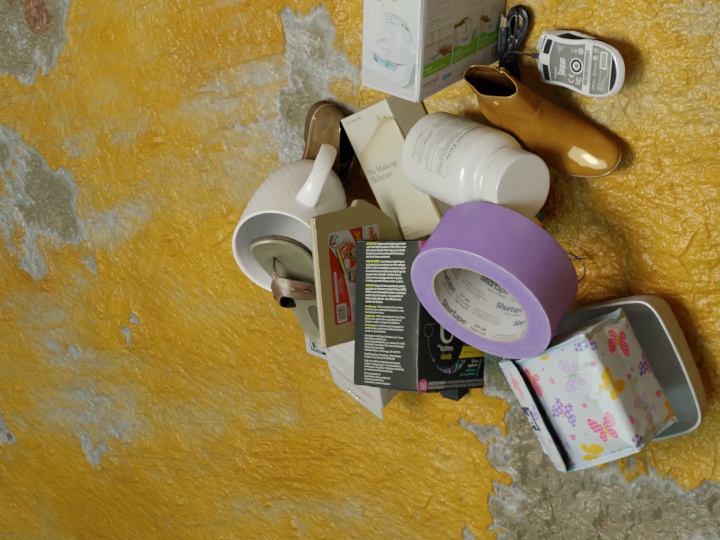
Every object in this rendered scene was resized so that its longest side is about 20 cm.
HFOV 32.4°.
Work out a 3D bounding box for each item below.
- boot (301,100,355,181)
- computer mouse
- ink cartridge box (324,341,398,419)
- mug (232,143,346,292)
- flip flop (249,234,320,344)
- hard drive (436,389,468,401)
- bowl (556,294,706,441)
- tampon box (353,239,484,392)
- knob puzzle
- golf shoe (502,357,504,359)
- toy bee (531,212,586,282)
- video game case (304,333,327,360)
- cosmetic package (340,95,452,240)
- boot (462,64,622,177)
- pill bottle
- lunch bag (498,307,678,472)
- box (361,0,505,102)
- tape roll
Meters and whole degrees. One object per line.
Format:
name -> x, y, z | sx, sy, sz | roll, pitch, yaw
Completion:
boot -> -0.049, -0.149, 1.871 | 0.075, 0.073, 0.202 | 35, 131, 42
computer mouse -> 0.257, -0.266, 1.565 | 0.199, 0.044, 0.111 | 24, 122, 38
ink cartridge box -> 0.008, 0.128, 1.872 | 0.117, 0.067, 0.201 | 35, 155, 26
mug -> -0.082, -0.093, 1.781 | 0.146, 0.176, 0.201 | 26, 131, -4
flip flop -> -0.088, 0.033, 1.728 | 0.080, 0.058, 0.201 | -12, 123, 26
hard drive -> 0.096, 0.093, 1.908 | 0.139, 0.038, 0.202 | 11, 120, 38
bowl -> 0.362, 0.126, 1.661 | 0.199, 0.074, 0.202 | -18, 100, 45
tampon box -> 0.084, 0.060, 1.712 | 0.125, 0.149, 0.203 | 2, 91, 44
knob puzzle -> 0.000, 0.000, 1.735 | 0.030, 0.219, 0.222 | 1, 113, 41
golf shoe -> 0.195, 0.034, 1.753 | 0.077, 0.088, 0.201 | -35, 86, 48
toy bee -> 0.212, -0.074, 1.662 | 0.198, 0.109, 0.132 | 17, 79, 25
video game case -> -0.019, 0.074, 1.965 | 0.199, 0.022, 0.184 | 18, 124, 40
cosmetic package -> 0.065, -0.150, 1.778 | 0.103, 0.073, 0.202 | -19, 100, 47
boot -> 0.225, -0.190, 1.561 | 0.200, 0.144, 0.071 | 28, 86, 33
pill bottle -> 0.151, -0.132, 1.614 | 0.199, 0.113, 0.116 | 31, 133, 53
lunch bag -> 0.282, 0.167, 1.616 | 0.199, 0.126, 0.171 | -26, 89, 51
box -> 0.097, -0.332, 1.556 | 0.096, 0.199, 0.178 | 21, 126, 32
tape roll -> 0.169, 0.014, 1.567 | 0.198, 0.085, 0.201 | 25, 149, 16
